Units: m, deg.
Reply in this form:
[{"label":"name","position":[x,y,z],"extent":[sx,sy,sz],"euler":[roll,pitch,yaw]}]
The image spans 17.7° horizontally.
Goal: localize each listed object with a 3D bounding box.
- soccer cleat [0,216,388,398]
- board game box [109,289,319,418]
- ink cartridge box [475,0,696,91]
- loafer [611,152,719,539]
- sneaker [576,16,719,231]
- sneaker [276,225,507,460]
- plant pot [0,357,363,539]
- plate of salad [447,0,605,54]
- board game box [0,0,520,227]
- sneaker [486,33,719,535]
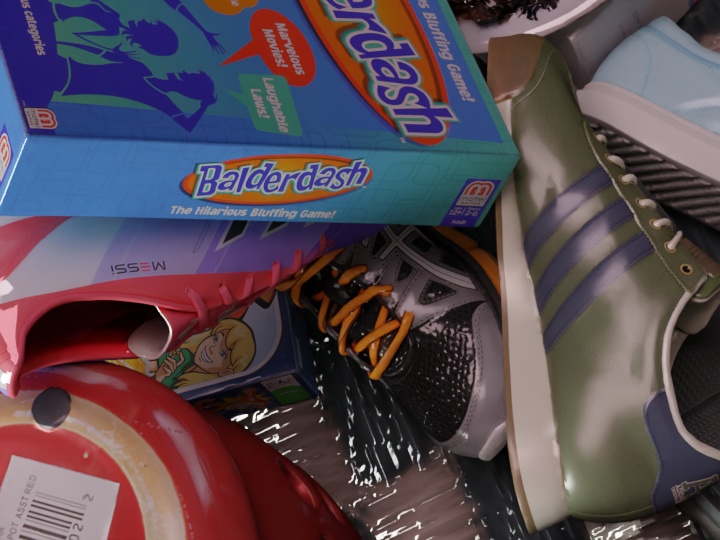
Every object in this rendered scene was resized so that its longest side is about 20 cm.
[{"label":"soccer cleat","position":[-0.063,-0.002,0.880],"extent":[0.199,0.068,0.073],"euler":[-13,52,-26]},{"label":"board game box","position":[-0.100,-0.023,1.053],"extent":[0.135,0.034,0.201],"euler":[-16,65,11]},{"label":"ink cartridge box","position":[0.099,-0.160,1.027],"extent":[0.116,0.068,0.200],"euler":[40,85,26]},{"label":"loafer","position":[0.125,0.037,0.956],"extent":[0.072,0.063,0.200],"euler":[-20,66,-21]},{"label":"sneaker","position":[0.184,-0.049,0.956],"extent":[0.200,0.074,0.082],"euler":[31,77,20]},{"label":"sneaker","position":[0.000,0.000,0.974],"extent":[0.200,0.077,0.078],"euler":[56,134,28]},{"label":"plant pot","position":[-0.106,0.138,0.912],"extent":[0.199,0.183,0.201],"euler":[-7,66,17]},{"label":"plate of salad","position":[0.046,-0.189,0.988],"extent":[0.199,0.048,0.201],"euler":[-5,70,15]},{"label":"board game box","position":[-0.056,-0.088,0.872],"extent":[0.199,0.045,0.152],"euler":[1,49,-30]},{"label":"sneaker","position":[0.099,0.001,0.899],"extent":[0.089,0.067,0.201],"euler":[-6,71,9]}]
